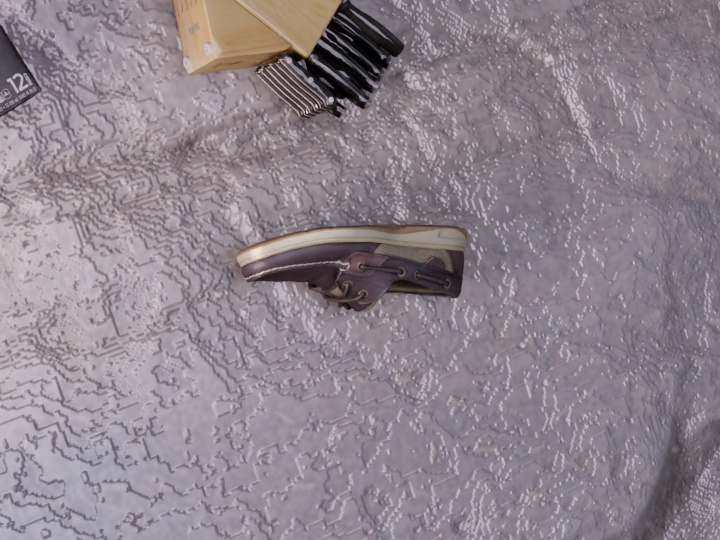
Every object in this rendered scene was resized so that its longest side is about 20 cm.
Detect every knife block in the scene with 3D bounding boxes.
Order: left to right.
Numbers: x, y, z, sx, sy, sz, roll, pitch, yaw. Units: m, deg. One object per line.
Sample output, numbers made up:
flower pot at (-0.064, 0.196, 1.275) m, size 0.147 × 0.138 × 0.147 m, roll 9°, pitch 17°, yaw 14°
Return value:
knife block at (-0.055, -0.214, 1.111) m, size 0.175 × 0.064 × 0.200 m, roll -13°, pitch 92°, yaw -28°

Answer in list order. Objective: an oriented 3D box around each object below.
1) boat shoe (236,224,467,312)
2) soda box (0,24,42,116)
boat shoe at (0.000, 0.000, 1.120) m, size 0.200 × 0.072 × 0.065 m, roll -4°, pitch 83°, yaw -33°
soda box at (-0.319, -0.093, 0.961) m, size 0.200 × 0.071 × 0.063 m, roll -36°, pitch 103°, yaw -24°
